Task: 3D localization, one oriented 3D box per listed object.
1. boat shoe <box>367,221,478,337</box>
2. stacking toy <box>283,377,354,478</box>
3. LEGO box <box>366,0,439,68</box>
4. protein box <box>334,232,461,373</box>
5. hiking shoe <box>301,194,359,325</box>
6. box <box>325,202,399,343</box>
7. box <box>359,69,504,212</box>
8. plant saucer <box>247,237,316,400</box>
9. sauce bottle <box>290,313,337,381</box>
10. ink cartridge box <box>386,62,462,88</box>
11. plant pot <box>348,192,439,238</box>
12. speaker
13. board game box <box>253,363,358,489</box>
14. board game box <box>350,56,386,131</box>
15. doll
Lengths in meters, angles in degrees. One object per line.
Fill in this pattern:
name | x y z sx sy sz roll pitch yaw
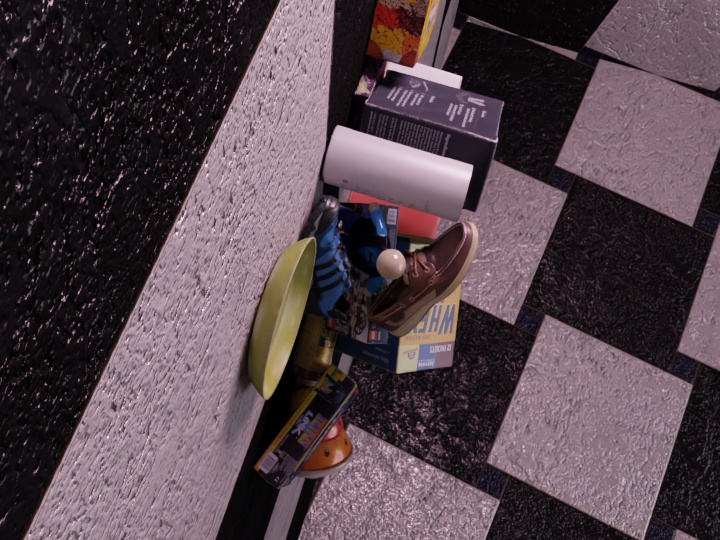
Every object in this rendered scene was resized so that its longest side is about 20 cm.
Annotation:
boat shoe | 0.082 0.006 1.110 0.200 0.071 0.073 -49 -146 25
stacking toy | -0.088 0.253 1.439 0.146 0.143 0.204 -62 149 -70
LEGO box | 0.077 -0.413 1.218 0.201 0.076 0.151 -67 171 -60
protein box | 0.050 0.043 1.334 0.133 0.197 0.204 -1 99 -42
hiking shoe | -0.038 -0.016 1.104 0.075 0.085 0.202 -69 173 -47
box | 0.000 0.000 1.221 0.136 0.037 0.204 9 -85 60
box | 0.106 -0.202 1.219 0.197 0.196 0.119 -64 170 -60
plant saucer | -0.097 0.054 0.971 0.200 0.030 0.204 16 89 -87
sauce bottle | -0.062 0.076 1.310 0.066 0.065 0.204 -47 151 -81
ink cartridge box | 0.106 -0.303 1.553 0.200 0.145 0.147 -2 108 -86
plant pot | 0.066 -0.107 1.553 0.200 0.174 0.204 17 90 -86
speaker | 0.051 -0.130 1.089 0.081 0.196 0.083 16 90 -86
board game box | -0.083 0.255 1.306 0.201 0.056 0.166 -52 170 -9
board game box | 0.007 -0.241 1.286 0.201 0.032 0.122 100 3 -54
doll | 0.007 -0.030 1.127 0.199 0.048 0.139 31 -56 57
